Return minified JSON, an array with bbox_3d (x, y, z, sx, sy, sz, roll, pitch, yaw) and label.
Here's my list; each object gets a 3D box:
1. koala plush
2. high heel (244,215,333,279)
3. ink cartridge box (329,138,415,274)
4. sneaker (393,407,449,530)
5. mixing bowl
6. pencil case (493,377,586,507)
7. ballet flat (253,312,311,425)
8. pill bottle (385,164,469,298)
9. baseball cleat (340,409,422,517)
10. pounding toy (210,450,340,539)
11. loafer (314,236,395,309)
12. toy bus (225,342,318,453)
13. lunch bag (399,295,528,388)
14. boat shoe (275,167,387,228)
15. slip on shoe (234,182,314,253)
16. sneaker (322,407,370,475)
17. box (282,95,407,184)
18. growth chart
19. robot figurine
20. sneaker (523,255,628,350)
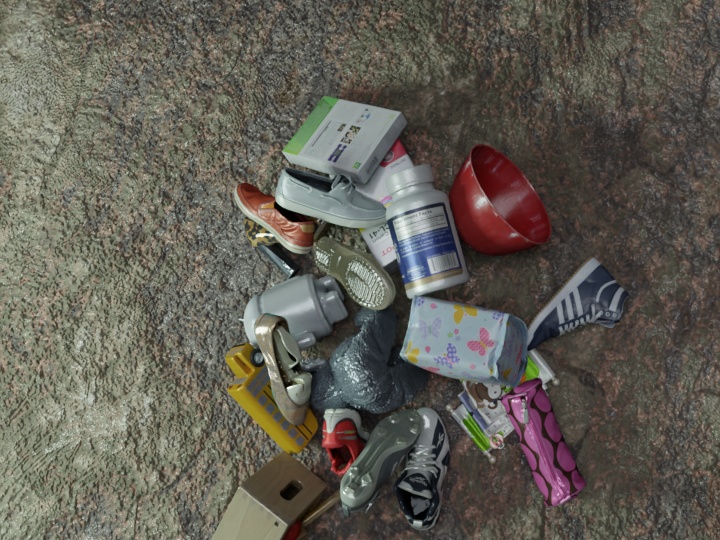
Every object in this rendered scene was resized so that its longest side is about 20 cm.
[{"bbox_3d":[-0.018,0.185,1.365,0.198,0.184,0.179,-28,98,31],"label":"koala plush"},{"bbox_3d":[-0.127,-0.101,1.449,0.142,0.071,0.201,43,115,10],"label":"high heel"},{"bbox_3d":[0.054,-0.117,1.435,0.146,0.086,0.202,-30,75,4],"label":"ink cartridge box"},{"bbox_3d":[0.103,0.330,1.327,0.078,0.130,0.203,8,82,11],"label":"sneaker"},{"bbox_3d":[0.221,-0.102,1.366,0.108,0.199,0.202,-39,74,34],"label":"mixing bowl"},{"bbox_3d":[0.297,0.283,1.306,0.090,0.094,0.203,-25,86,0],"label":"pencil case"},{"bbox_3d":[-0.119,0.166,1.322,0.066,0.068,0.203,-11,107,38],"label":"ballet flat"},{"bbox_3d":[0.104,-0.064,1.318,0.109,0.111,0.204,-15,85,7],"label":"pill bottle"},{"bbox_3d":[0.029,0.313,1.303,0.069,0.108,0.199,33,52,24],"label":"baseball cleat"},{"bbox_3d":[-0.125,0.410,1.335,0.141,0.199,0.186,34,110,14],"label":"pounding toy"},{"bbox_3d":[0.000,0.000,1.374,0.200,0.068,0.077,40,116,40],"label":"loafer"},{"bbox_3d":[-0.160,0.219,1.380,0.201,0.065,0.079,50,60,-16],"label":"toy bus"},{"bbox_3d":[0.177,0.118,1.302,0.167,0.200,0.129,9,77,26],"label":"lunch bag"},{"bbox_3d":[-0.044,-0.127,1.349,0.197,0.071,0.072,13,123,-5],"label":"boat shoe"},{"bbox_3d":[-0.147,-0.105,1.393,0.199,0.073,0.062,39,120,33],"label":"slip on shoe"},{"bbox_3d":[-0.024,0.301,1.324,0.076,0.201,0.086,-1,54,21],"label":"sneaker"},{"bbox_3d":[-0.031,-0.239,1.440,0.198,0.036,0.145,22,69,38],"label":"box"},{"bbox_3d":[0.242,0.208,1.380,0.145,0.018,0.200,42,89,15],"label":"growth chart"},{"bbox_3d":[-0.123,0.080,1.420,0.197,0.114,0.171,-21,40,7],"label":"robot figurine"},{"bbox_3d":[0.365,0.082,1.349,0.108,0.070,0.200,42,85,15],"label":"sneaker"}]
